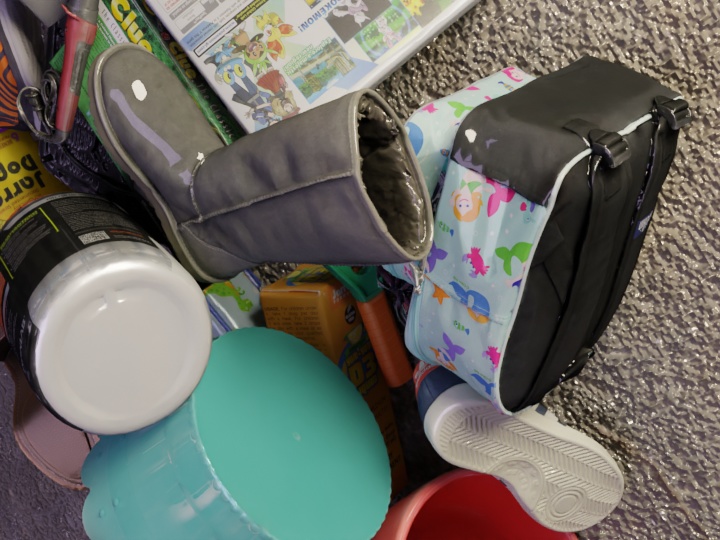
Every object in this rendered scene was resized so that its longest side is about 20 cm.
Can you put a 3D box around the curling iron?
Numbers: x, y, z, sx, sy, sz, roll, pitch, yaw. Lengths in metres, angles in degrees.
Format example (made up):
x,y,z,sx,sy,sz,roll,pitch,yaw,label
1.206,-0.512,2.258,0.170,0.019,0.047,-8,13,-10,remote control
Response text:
x,y,z,sx,sy,sz,roll,pitch,yaw,label
-0.199,-0.174,0.741,0.049,0.026,0.202,34,124,15,curling iron

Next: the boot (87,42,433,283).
x,y,z,sx,sy,sz,roll,pitch,yaw,label
-0.064,-0.073,0.643,0.199,0.072,0.183,-8,119,54,boot

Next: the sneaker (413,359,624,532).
x,y,z,sx,sy,sz,roll,pitch,yaw,label
0.113,0.116,0.778,0.075,0.085,0.199,-44,124,11,sneaker

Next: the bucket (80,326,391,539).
x,y,z,sx,sy,sz,roll,pitch,yaw,label
-0.084,0.150,0.791,0.135,0.207,0.208,-40,85,33,bucket

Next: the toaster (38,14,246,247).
x,y,z,sx,sy,sz,roll,pitch,yaw,label
-0.153,-0.124,0.852,0.179,0.118,0.203,29,124,22,toaster

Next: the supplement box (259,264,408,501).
x,y,z,sx,sy,sz,roll,pitch,yaw,label
-0.020,0.099,0.891,0.068,0.066,0.203,-3,109,36,supplement box

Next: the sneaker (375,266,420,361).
x,y,z,sx,sy,sz,roll,pitch,yaw,label
0.045,0.007,0.798,0.080,0.074,0.203,-6,107,37,sneaker

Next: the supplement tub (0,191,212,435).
x,y,z,sx,sy,sz,roll,pitch,yaw,label
-0.188,0.019,0.749,0.200,0.121,0.125,35,134,56,supplement tub

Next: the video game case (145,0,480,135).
x,y,z,sx,sy,sz,roll,pitch,yaw,label
-0.035,-0.202,0.717,0.199,0.022,0.183,-39,85,-2,video game case

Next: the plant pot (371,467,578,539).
x,y,z,sx,sy,sz,roll,pitch,yaw,label
0.056,0.268,0.845,0.177,0.199,0.202,-32,91,50,plant pot

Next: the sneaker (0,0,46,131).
x,y,z,sx,sy,sz,roll,pitch,yaw,label
-0.308,-0.163,0.864,0.201,0.110,0.079,106,159,-65,sneaker

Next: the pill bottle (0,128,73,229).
x,y,z,sx,sy,sz,roll,pitch,yaw,label
-0.305,-0.054,1.002,0.104,0.104,0.202,-33,90,40,pill bottle

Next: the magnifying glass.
x,y,z,sx,sy,sz,roll,pitch,yaw,label
0.000,0.000,0.837,0.022,0.079,0.203,13,130,55,magnifying glass

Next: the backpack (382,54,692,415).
x,y,z,sx,sy,sz,roll,pitch,yaw,label
0.102,-0.020,0.679,0.149,0.177,0.203,25,128,32,backpack

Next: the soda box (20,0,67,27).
x,y,z,sx,sy,sz,roll,pitch,yaw,label
-0.170,-0.265,0.758,0.199,0.063,0.069,-36,68,1,soda box

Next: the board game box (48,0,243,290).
x,y,z,sx,sy,sz,roll,pitch,yaw,label
-0.135,-0.094,0.762,0.104,0.023,0.202,-33,89,41,board game box

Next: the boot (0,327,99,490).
x,y,z,sx,sy,sz,roll,pitch,yaw,label
-0.278,0.109,1.021,0.077,0.155,0.200,-44,80,6,boot

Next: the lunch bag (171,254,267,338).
x,y,z,sx,sy,sz,roll,pitch,yaw,label
-0.147,0.076,0.960,0.161,0.082,0.200,49,130,6,lunch bag
